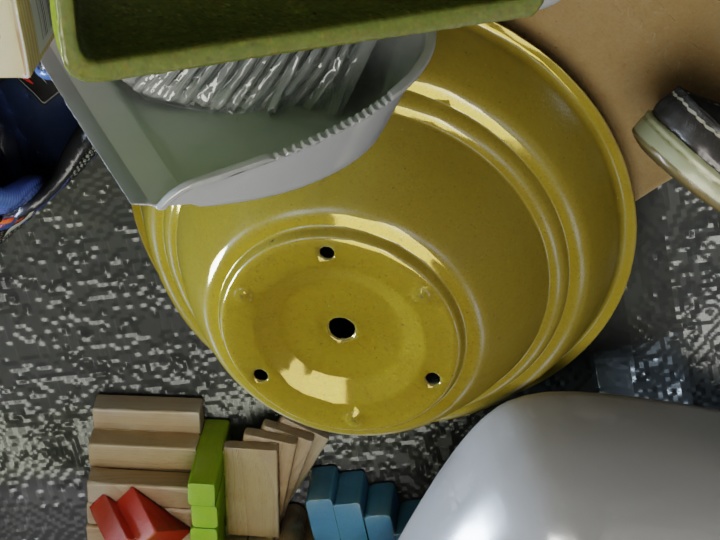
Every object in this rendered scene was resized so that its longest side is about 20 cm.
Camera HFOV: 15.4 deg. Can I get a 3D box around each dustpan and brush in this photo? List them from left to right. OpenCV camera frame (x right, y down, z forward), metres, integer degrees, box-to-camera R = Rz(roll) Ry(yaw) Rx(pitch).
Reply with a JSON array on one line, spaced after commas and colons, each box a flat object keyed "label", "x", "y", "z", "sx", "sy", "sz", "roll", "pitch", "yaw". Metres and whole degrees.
[{"label": "dustpan and brush", "x": -0.006, "y": -0.085, "z": 0.920, "sx": 0.199, "sy": 0.140, "sz": 0.057, "roll": -3, "pitch": 129, "yaw": -30}]

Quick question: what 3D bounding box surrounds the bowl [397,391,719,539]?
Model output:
[{"label": "bowl", "x": 0.107, "y": 0.151, "z": 1.075, "sx": 0.199, "sy": 0.075, "sz": 0.200, "roll": 12, "pitch": 123, "yaw": -22}]

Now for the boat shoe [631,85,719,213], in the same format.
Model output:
[{"label": "boat shoe", "x": 0.193, "y": -0.031, "z": 0.983, "sx": 0.200, "sy": 0.072, "sz": 0.066, "roll": 23, "pitch": 109, "yaw": -24}]

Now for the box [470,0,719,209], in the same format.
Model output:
[{"label": "box", "x": 0.046, "y": -0.101, "z": 0.985, "sx": 0.163, "sy": 0.021, "sz": 0.200, "roll": -33, "pitch": 114, "yaw": 25}]

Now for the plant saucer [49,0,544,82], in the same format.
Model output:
[{"label": "plant saucer", "x": -0.034, "y": -0.171, "z": 0.855, "sx": 0.048, "sy": 0.200, "sz": 0.200, "roll": 6, "pitch": 104, "yaw": 51}]

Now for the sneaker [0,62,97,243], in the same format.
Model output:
[{"label": "sneaker", "x": -0.144, "y": -0.046, "z": 1.005, "sx": 0.075, "sy": 0.079, "sz": 0.200, "roll": 35, "pitch": 126, "yaw": -13}]

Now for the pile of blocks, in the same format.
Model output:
[{"label": "pile of blocks", "x": -0.027, "y": 0.116, "z": 1.108, "sx": 0.199, "sy": 0.062, "sz": 0.082, "roll": 23, "pitch": 122, "yaw": -9}]

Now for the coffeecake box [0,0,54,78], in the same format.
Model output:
[{"label": "coffeecake box", "x": -0.191, "y": -0.129, "z": 0.908, "sx": 0.199, "sy": 0.154, "sz": 0.073, "roll": 0, "pitch": 123, "yaw": 13}]

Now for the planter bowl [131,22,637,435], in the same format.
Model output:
[{"label": "planter bowl", "x": 0.000, "y": 0.000, "z": 0.997, "sx": 0.200, "sy": 0.084, "sz": 0.201, "roll": 6, "pitch": 127, "yaw": 8}]
